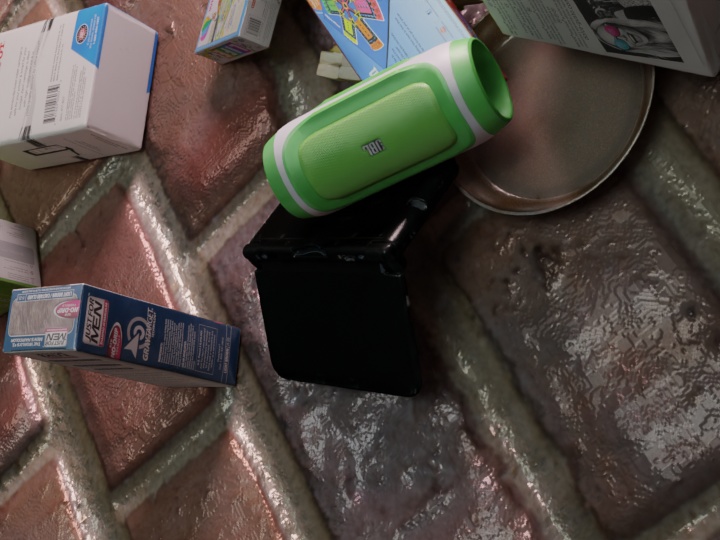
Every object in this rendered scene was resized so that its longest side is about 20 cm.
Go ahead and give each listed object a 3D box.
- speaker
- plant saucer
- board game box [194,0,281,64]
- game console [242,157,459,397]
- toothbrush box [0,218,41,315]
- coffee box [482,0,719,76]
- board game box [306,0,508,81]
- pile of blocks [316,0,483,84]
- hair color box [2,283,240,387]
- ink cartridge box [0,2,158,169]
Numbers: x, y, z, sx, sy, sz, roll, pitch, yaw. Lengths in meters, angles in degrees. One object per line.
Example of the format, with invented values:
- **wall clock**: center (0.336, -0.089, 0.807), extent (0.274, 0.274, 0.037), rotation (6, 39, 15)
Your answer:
- **speaker**: center (0.020, -0.114, 0.928), extent (0.199, 0.088, 0.089), rotation (-23, 64, 25)
- **plant saucer**: center (0.152, -0.139, 0.933), extent (0.199, 0.032, 0.201), rotation (-11, 71, 34)
- **board game box**: center (-0.105, -0.316, 1.143), extent (0.134, 0.034, 0.201), rotation (7, 81, 63)
- **game console**: center (0.000, 0.000, 0.998), extent (0.200, 0.117, 0.176), rotation (2, 48, 48)
- **toothbrush box**: center (-0.489, 0.011, 1.307), extent (0.199, 0.145, 0.086), rotation (-25, 64, 29)
- **coffee box**: center (0.186, -0.294, 0.818), extent (0.197, 0.200, 0.200), rotation (21, 76, 39)
- **board game box**: center (0.030, -0.210, 0.977), extent (0.103, 0.019, 0.200), rotation (-38, 75, 21)
- **pile of blocks**: center (0.048, -0.233, 1.014), extent (0.200, 0.062, 0.082), rotation (-29, 78, 23)
- **hair color box**: center (-0.214, 0.064, 1.045), extent (0.100, 0.200, 0.061), rotation (-5, 74, 36)
- **ink cartridge box**: center (-0.335, -0.203, 1.288), extent (0.199, 0.084, 0.147), rotation (-3, 75, 38)
